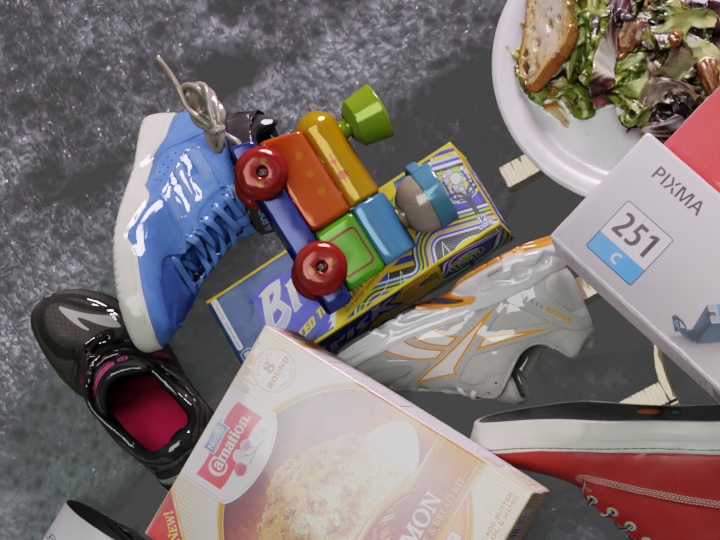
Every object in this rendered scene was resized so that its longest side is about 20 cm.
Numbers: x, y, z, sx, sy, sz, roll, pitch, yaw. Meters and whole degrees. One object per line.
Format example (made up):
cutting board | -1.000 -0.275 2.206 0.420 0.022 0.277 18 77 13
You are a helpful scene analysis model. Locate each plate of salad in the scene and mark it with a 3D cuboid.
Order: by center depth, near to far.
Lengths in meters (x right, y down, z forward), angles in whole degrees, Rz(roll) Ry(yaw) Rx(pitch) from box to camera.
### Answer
plate of salad | 0.185 -0.142 1.440 0.198 0.048 0.202 -2 75 7

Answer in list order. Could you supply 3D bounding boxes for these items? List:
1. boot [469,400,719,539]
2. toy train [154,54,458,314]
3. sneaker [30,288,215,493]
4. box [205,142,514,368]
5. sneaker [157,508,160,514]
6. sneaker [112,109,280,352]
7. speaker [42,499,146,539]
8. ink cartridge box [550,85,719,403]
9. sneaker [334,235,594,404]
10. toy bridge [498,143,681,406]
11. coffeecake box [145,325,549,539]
boot | 0.167 0.159 1.389 0.198 0.072 0.146 2 100 12
toy train | -0.032 -0.083 1.398 0.115 0.085 0.201 -32 89 -5
sneaker | -0.156 0.070 1.469 0.077 0.084 0.200 -44 58 -9
box | 0.000 0.000 1.465 0.199 0.064 0.070 -33 75 7
sneaker | -0.049 0.215 1.442 0.086 0.075 0.200 -37 75 0
sneaker | -0.098 -0.034 1.456 0.110 0.077 0.201 -6 44 12
speaker | -0.214 0.258 1.470 0.081 0.081 0.201 31 90 16
ink cartridge box | 0.248 -0.015 1.349 0.176 0.045 0.200 -46 70 -4
sneaker | 0.062 0.059 1.431 0.199 0.076 0.092 -29 87 21
toy bridge | 0.165 0.005 1.442 0.067 0.027 0.201 -28 77 8
coffeecake box | -0.008 0.151 1.360 0.199 0.073 0.154 31 93 15
